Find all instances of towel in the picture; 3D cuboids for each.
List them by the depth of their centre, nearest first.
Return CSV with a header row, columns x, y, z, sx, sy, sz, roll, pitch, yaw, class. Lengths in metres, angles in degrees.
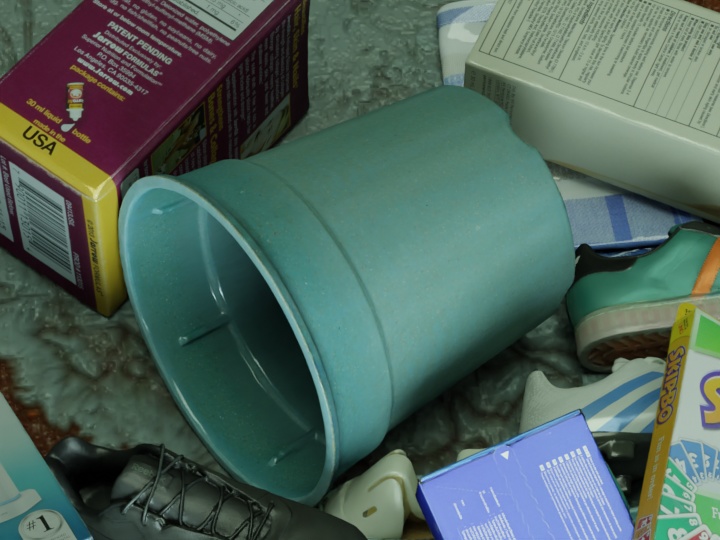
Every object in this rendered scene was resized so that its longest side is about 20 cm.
x,y,z,sx,sy,sz,roll,pitch,yaw,class
0.128,-0.092,1.539,0.147,0.024,0.200,-5,58,-3,towel

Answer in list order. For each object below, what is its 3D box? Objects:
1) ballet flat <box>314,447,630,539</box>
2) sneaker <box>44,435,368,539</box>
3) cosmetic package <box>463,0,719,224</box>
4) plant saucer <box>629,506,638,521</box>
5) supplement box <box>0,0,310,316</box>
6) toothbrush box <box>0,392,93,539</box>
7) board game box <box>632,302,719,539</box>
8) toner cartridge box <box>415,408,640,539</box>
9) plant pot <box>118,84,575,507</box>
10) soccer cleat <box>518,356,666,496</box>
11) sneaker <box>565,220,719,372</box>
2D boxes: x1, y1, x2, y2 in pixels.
x,y,z,sx,sy,sz,roll,pitch,yaw,class
0.045,0.125,1.351,0.200,0.074,0.074,-7,57,9,ballet flat
-0.088,0.137,1.320,0.200,0.091,0.076,6,51,27,sneaker
0.170,-0.107,1.493,0.200,0.071,0.105,23,60,13,cosmetic package
0.164,0.219,1.322,0.200,0.036,0.200,-4,55,6,plant saucer
-0.126,-0.095,1.472,0.103,0.131,0.200,33,62,18,supplement box
-0.230,0.143,1.305,0.146,0.085,0.200,-24,38,-16,toothbrush box
0.193,0.108,1.297,0.095,0.030,0.200,31,47,-17,board game box
0.111,0.181,1.268,0.095,0.043,0.200,-22,76,-7,toner cartridge box
0.000,0.000,1.390,0.196,0.200,0.200,-29,62,-27,plant pot
0.187,0.079,1.406,0.200,0.070,0.086,-3,46,-7,soccer cleat
0.218,0.004,1.452,0.200,0.071,0.080,-7,62,-4,sneaker
